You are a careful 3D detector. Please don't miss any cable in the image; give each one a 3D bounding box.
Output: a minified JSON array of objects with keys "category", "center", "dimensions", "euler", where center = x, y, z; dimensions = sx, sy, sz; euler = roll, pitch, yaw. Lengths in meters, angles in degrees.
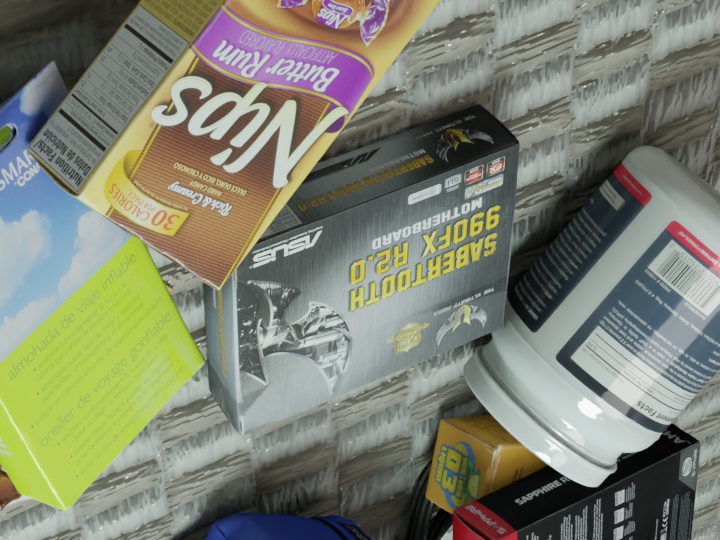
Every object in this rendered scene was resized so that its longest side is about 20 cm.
[{"category":"cable","center":[0.033,0.219,1.430],"dimensions":[0.097,0.050,0.201],"euler":[-7,119,-25]}]

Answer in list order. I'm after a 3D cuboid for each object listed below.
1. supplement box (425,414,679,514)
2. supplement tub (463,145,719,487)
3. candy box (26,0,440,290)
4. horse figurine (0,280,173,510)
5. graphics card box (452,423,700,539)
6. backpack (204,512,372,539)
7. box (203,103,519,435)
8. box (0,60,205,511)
[{"category":"supplement box","center":[0.142,0.140,1.392],"dimensions":[0.200,0.069,0.067],"euler":[-1,109,-43]},{"category":"supplement tub","center":[0.178,0.030,1.275],"dimensions":[0.200,0.140,0.140],"euler":[-50,140,12]},{"category":"candy box","center":[-0.055,-0.101,0.932],"dimensions":[0.200,0.056,0.117],"euler":[-52,139,2]},{"category":"horse figurine","center":[-0.169,0.042,1.077],"dimensions":[0.132,0.050,0.200],"euler":[-19,138,-32]},{"category":"graphics card box","center":[0.152,0.194,1.347],"dimensions":[0.200,0.051,0.126],"euler":[-21,124,-31]},{"category":"backpack","center":[-0.032,0.257,1.302],"dimensions":[0.200,0.163,0.168],"euler":[13,114,-44]},{"category":"box","center":[0.000,0.000,1.175],"dimensions":[0.199,0.048,0.159],"euler":[-21,136,-23]},{"category":"box","center":[-0.163,0.008,0.957],"dimensions":[0.122,0.048,0.200],"euler":[-48,131,-32]}]
